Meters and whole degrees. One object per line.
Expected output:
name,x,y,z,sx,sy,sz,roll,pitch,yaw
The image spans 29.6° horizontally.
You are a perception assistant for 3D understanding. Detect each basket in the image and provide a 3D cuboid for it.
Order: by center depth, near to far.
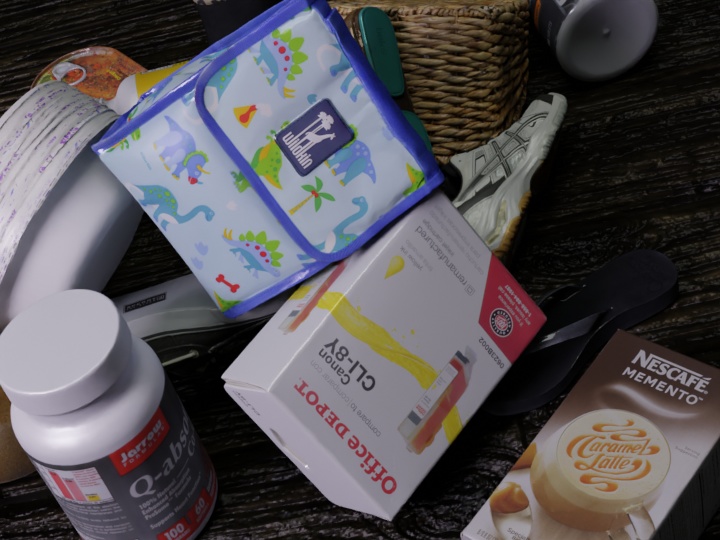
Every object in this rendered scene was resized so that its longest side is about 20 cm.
basket,0.060,-0.185,1.312,0.198,0.151,0.143,4,16,22

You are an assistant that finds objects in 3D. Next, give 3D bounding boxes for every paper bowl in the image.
paper bowl,-0.238,-0.036,1.051,0.104,0.201,0.201,29,55,2

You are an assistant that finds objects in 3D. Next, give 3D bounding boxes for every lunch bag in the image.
lunch bag,-0.062,-0.086,0.984,0.199,0.171,0.128,-28,19,27

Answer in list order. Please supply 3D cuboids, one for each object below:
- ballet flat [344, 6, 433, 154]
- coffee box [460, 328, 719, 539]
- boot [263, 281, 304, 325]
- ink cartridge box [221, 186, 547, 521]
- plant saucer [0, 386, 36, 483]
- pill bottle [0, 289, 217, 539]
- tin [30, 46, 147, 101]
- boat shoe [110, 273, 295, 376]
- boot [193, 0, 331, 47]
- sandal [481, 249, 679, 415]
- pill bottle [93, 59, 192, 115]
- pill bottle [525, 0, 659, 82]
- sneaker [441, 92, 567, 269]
ballet flat,0.013,-0.135,1.209,0.067,0.072,0.202,-3,69,-38
coffee box,0.174,0.149,0.932,0.114,0.080,0.200,22,57,34
boot,0.000,0.000,1.150,0.173,0.070,0.200,-32,51,-24
ink cartridge box,0.020,0.059,1.000,0.200,0.145,0.083,-49,22,-19
plant saucer,-0.315,0.081,1.029,0.199,0.036,0.201,23,25,-11
pill bottle,-0.186,0.117,0.997,0.115,0.201,0.117,-9,45,9
tin,-0.267,-0.170,1.424,0.112,0.042,0.200,-35,47,-22
boat shoe,-0.143,0.047,1.090,0.198,0.064,0.071,-13,27,8
boot,-0.077,-0.275,1.379,0.203,0.154,0.074,-32,45,-13
sandal,0.162,0.038,1.071,0.199,0.043,0.076,-36,46,-17
pill bottle,-0.162,-0.141,1.295,0.198,0.113,0.113,-15,44,-3
pill bottle,0.203,-0.279,1.325,0.105,0.107,0.201,-20,44,-2
sneaker,0.117,-0.091,1.178,0.087,0.076,0.201,19,53,14
